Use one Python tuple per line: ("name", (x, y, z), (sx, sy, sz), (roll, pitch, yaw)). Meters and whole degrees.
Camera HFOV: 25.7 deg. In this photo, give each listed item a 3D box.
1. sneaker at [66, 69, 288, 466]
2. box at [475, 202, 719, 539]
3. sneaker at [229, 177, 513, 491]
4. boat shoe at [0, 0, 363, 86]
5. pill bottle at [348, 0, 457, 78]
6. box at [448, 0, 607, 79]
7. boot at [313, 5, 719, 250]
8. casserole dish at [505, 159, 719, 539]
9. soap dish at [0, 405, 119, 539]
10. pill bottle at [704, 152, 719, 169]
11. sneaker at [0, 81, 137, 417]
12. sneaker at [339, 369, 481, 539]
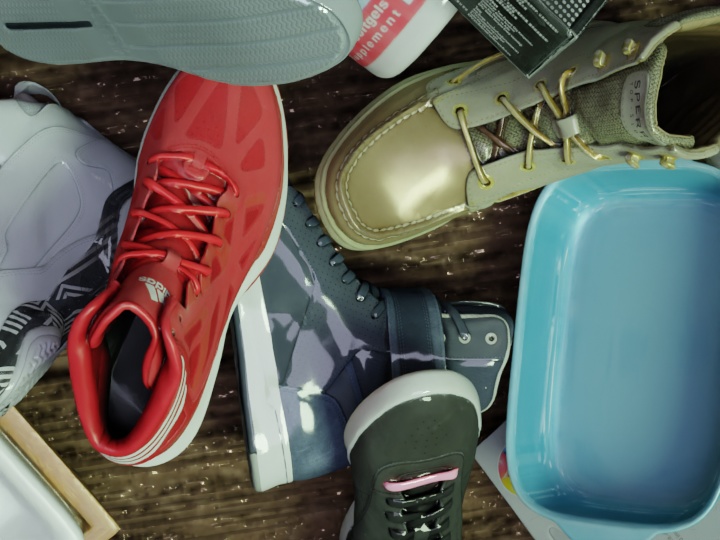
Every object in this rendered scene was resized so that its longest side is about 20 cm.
("sneaker", (-0.076, -0.009, 0.696), (0.077, 0.116, 0.202), (11, 87, -3))
("box", (0.172, 0.084, 0.790), (0.200, 0.041, 0.156), (-47, 60, 15))
("sneaker", (0.000, 0.000, 0.805), (0.144, 0.077, 0.205), (-9, 99, -5))
("boat shoe", (-0.086, -0.131, 0.707), (0.198, 0.062, 0.072), (8, 147, 26))
("pill bottle", (-0.034, -0.191, 0.743), (0.199, 0.109, 0.109), (36, 98, -9))
("box", (0.060, -0.218, 0.711), (0.200, 0.047, 0.193), (44, 54, -6))
("boot", (0.086, -0.067, 0.726), (0.199, 0.154, 0.073), (-27, 104, -20))
("casserole dish", (0.136, 0.037, 0.777), (0.120, 0.039, 0.202), (1, 81, 34))
("soap dish", (-0.245, 0.102, 0.810), (0.157, 0.081, 0.200), (-38, 102, 5))
("pill bottle", (0.258, -0.123, 0.772), (0.113, 0.114, 0.202), (21, 100, -8))
("sneaker", (-0.181, -0.005, 0.762), (0.115, 0.075, 0.200), (42, 57, -2))
("sneaker", (0.031, 0.133, 0.772), (0.070, 0.100, 0.201), (-7, 144, -12))
